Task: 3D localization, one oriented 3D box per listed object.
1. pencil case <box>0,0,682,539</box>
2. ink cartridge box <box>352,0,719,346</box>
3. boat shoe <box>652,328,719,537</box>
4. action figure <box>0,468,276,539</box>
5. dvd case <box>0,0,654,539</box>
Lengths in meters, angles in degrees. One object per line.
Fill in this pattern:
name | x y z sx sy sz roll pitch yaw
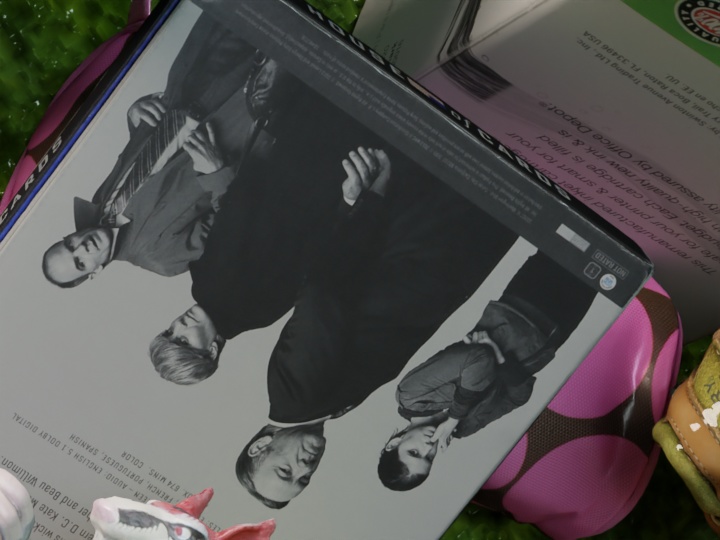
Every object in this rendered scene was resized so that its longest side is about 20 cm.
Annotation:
pencil case | 0.000 0.000 0.813 0.200 0.091 0.094 29 65 -23
ink cartridge box | 0.101 -0.063 0.819 0.146 0.200 0.085 30 62 -20
boat shoe | 0.127 0.053 0.841 0.068 0.200 0.072 -38 66 3
action figure | -0.093 0.129 0.685 0.200 0.134 0.149 -37 98 -14
dvd case | -0.040 0.034 0.754 0.150 0.025 0.200 35 101 -17
